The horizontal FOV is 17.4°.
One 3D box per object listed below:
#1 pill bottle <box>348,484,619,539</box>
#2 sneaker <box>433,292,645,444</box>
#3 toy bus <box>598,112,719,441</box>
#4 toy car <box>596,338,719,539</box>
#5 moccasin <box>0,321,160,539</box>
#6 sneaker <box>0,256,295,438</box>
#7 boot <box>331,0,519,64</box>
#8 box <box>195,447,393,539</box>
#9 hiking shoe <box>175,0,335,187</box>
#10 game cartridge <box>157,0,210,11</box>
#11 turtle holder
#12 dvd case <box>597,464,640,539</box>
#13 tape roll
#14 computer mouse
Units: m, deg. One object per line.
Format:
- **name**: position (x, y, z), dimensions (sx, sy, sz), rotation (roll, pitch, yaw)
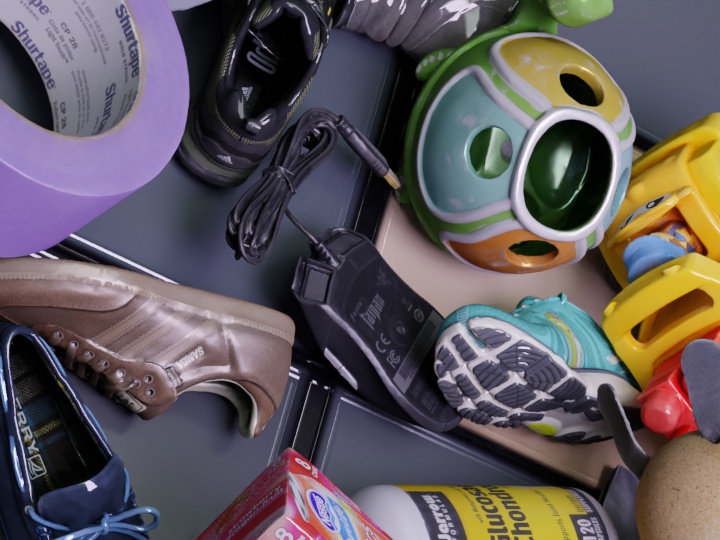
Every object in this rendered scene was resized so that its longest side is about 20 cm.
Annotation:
- **pill bottle**: position (0.045, 0.180, 1.351), dimensions (0.198, 0.112, 0.113), rotation (3, 72, -28)
- **sneaker**: position (0.106, 0.053, 1.434), dimensions (0.199, 0.077, 0.080), rotation (23, 48, -52)
- **toy bus**: position (0.213, 0.030, 1.452), dimensions (0.201, 0.135, 0.192), rotation (53, 38, -2)
- **toy car**: position (0.216, 0.135, 1.331), dimensions (0.157, 0.164, 0.201), rotation (-33, 90, -42)
- **moccasin**: position (-0.163, 0.123, 1.280), dimensions (0.080, 0.068, 0.201), rotation (-34, 94, -33)
- **sneaker**: position (-0.131, 0.043, 1.326), dimensions (0.198, 0.070, 0.076), rotation (12, 79, -20)
- **boot**: position (0.068, -0.219, 1.506), dimensions (0.131, 0.070, 0.201), rotation (30, 73, -17)
- **box**: position (-0.072, 0.204, 1.224), dimensions (0.095, 0.100, 0.200), rotation (42, 102, -11)
- **hiking shoe**: position (-0.044, -0.148, 1.417), dimensions (0.075, 0.101, 0.201), rotation (26, 63, -20)
- **game cartridge**: position (-0.073, -0.223, 1.419), dimensions (0.199, 0.041, 0.133), rotation (-23, 47, -27)
- **turtle holder**: position (0.113, -0.084, 1.434), dimensions (0.141, 0.132, 0.186), rotation (41, 87, -21)
- **dvd case**: position (0.184, 0.243, 1.463), dimensions (0.148, 0.016, 0.201), rotation (33, 62, -16)
- **tape roll**: position (-0.194, -0.115, 1.272), dimensions (0.199, 0.085, 0.201), rotation (27, 48, -34)
- **computer mouse**: position (0.000, 0.000, 1.422), dimensions (0.200, 0.046, 0.141), rotation (44, 48, -22)
